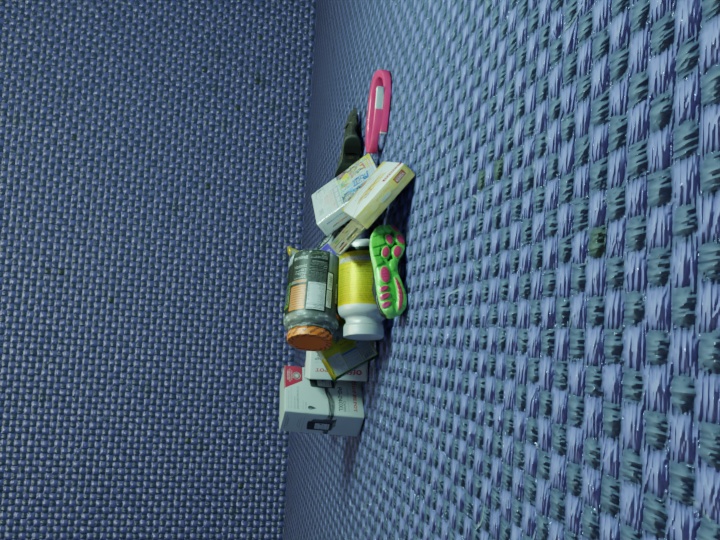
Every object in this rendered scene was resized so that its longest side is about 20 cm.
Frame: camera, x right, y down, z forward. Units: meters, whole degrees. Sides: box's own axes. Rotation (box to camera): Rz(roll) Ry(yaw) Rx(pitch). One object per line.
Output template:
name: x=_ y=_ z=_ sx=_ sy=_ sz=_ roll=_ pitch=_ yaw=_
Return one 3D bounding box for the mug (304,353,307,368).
mug: x=-0.116 y=0.314 z=1.990 sx=0.177 sy=0.133 sz=0.201 roll=-172 pitch=90 yaw=-78

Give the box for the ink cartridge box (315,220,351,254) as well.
ink cartridge box: x=-0.073 y=-0.066 z=1.682 sx=0.200 sy=0.043 sz=0.198 roll=-59 pitch=9 yaw=-22

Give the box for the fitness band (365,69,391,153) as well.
fitness band: x=0.042 y=-0.386 z=1.653 sx=0.144 sy=0.037 sz=0.201 roll=-126 pitch=42 yaw=-79

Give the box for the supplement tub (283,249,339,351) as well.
supplement tub: x=-0.103 y=0.065 z=1.473 sx=0.123 sy=0.122 sz=0.201 roll=113 pitch=163 yaw=-61

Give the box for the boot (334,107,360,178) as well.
boot: x=-0.030 y=-0.355 z=1.992 sx=0.174 sy=0.069 sz=0.201 roll=-90 pitch=14 yaw=-53

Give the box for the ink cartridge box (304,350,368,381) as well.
ink cartridge box: x=-0.054 y=0.166 z=1.647 sx=0.084 sy=0.144 sz=0.201 roll=153 pitch=121 yaw=-77

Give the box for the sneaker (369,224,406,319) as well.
sneaker: x=0.047 y=0.001 z=1.346 sx=0.084 sy=0.076 sz=0.201 roll=125 pitch=149 yaw=-63

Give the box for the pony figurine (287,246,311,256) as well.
pony figurine: x=-0.097 y=0.004 z=1.932 sx=0.167 sy=0.199 sz=0.194 roll=129 pitch=129 yaw=-61

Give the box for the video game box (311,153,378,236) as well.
video game box: x=-0.028 y=-0.184 z=1.612 sx=0.182 sy=0.047 sz=0.200 roll=-37 pitch=25 yaw=11

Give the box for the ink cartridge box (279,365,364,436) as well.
ink cartridge box: x=-0.096 y=0.322 z=1.674 sx=0.146 sy=0.199 sz=0.084 roll=-98 pitch=20 yaw=-49

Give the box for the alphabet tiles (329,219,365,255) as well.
alphabet tiles: x=0.013 y=-0.117 z=1.441 sx=0.200 sy=0.008 sz=0.167 roll=-47 pitch=13 yaw=0

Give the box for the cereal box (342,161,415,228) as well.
cereal box: x=0.032 y=-0.159 z=1.396 sx=0.144 sy=0.039 sz=0.200 roll=-49 pitch=13 yaw=0

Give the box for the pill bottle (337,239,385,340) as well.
pill bottle: x=0.008 y=0.043 z=1.440 sx=0.112 sy=0.112 sz=0.201 roll=127 pitch=146 yaw=-72

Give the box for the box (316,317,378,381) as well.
box: x=-0.061 y=0.136 z=1.544 sx=0.201 sy=0.117 sz=0.048 roll=59 pitch=160 yaw=13
